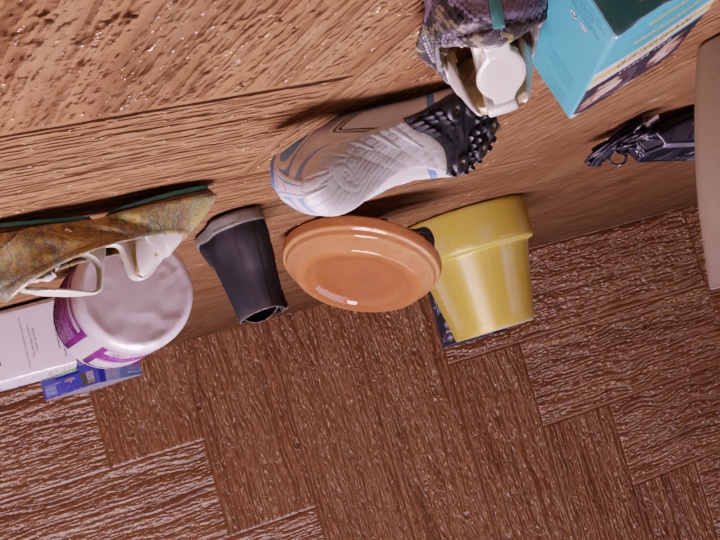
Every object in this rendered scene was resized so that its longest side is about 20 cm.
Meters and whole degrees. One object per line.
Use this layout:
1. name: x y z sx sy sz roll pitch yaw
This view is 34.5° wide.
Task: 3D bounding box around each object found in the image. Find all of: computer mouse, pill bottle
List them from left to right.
1. pill bottle: -0.238 0.036 1.131 0.111 0.114 0.200 -14 175 -25
2. computer mouse: 0.375 -0.164 1.374 0.197 0.054 0.138 -3 170 -19

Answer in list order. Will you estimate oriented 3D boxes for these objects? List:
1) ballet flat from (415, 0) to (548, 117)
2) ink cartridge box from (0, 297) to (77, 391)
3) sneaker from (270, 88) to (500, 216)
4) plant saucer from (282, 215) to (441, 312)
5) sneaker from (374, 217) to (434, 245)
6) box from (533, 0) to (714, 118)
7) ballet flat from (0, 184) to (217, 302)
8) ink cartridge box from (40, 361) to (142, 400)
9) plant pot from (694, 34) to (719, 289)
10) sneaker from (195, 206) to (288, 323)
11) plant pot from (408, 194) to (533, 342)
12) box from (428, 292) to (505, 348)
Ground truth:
1. ballet flat: 0.065 -0.118 0.615 0.071 0.073 0.200 -16 176 5
2. ink cartridge box: -0.443 0.102 1.378 0.197 0.085 0.145 -15 175 -16
3. sneaker: 0.022 -0.094 0.855 0.198 0.073 0.072 -21 -147 -32
4. plant saucer: 0.000 0.000 1.420 0.197 0.038 0.201 5 151 3
5. sneaker: 0.007 -0.025 1.518 0.197 0.078 0.086 3 -136 16
6. box: 0.142 -0.140 0.620 0.082 0.050 0.200 -33 175 2
7. ballet flat: -0.199 -0.017 0.910 0.198 0.072 0.070 -14 175 -31
8. ink cartridge box: -0.542 0.198 2.296 0.135 0.077 0.200 -18 177 19
9. plant pot: 0.358 -0.106 0.980 0.185 0.203 0.187 -16 176 -1
10. sneaker: -0.124 0.006 1.210 0.074 0.108 0.200 -15 176 -8
11. plant pot: 0.183 0.003 1.805 0.198 0.192 0.201 -16 175 -1
12. box: 0.231 0.058 2.604 0.131 0.203 0.114 -17 174 24
